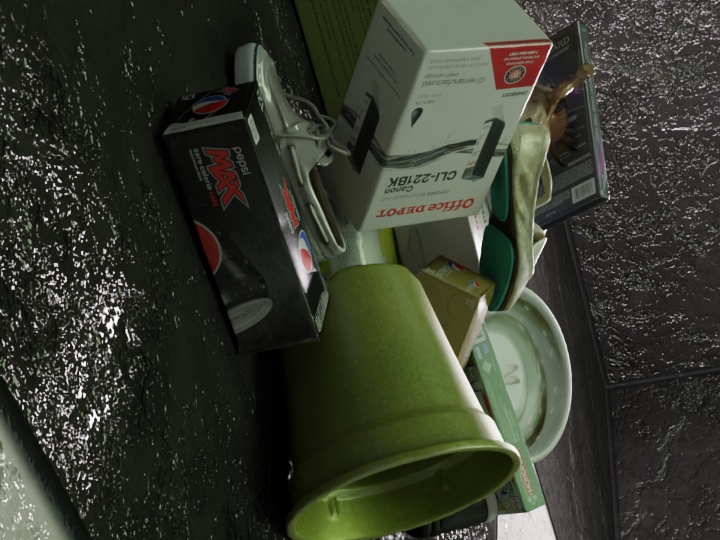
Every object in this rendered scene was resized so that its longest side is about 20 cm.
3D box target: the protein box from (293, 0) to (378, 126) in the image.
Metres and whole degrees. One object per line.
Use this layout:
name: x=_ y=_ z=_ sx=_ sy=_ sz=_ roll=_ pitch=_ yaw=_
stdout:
protein box: x=0.047 y=-0.279 z=1.581 sx=0.135 sy=0.197 sz=0.201 roll=-75 pitch=152 yaw=-60

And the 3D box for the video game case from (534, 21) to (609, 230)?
video game case: x=0.199 y=-0.146 z=1.594 sx=0.019 sy=0.142 sz=0.203 roll=11 pitch=65 yaw=-36

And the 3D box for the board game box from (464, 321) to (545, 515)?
board game box: x=0.111 y=0.154 z=1.536 sx=0.029 sy=0.134 sz=0.202 roll=-18 pitch=88 yaw=-32

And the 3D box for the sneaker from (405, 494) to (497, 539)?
sneaker: x=0.049 y=0.188 z=1.529 sx=0.201 sy=0.098 sz=0.071 roll=55 pitch=-33 yaw=28

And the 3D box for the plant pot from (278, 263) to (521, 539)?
plant pot: x=0.012 y=0.104 z=1.237 sx=0.200 sy=0.198 sz=0.186 roll=49 pitch=22 yaw=-64

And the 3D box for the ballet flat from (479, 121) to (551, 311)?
ballet flat: x=0.154 y=-0.048 z=1.420 sx=0.068 sy=0.062 sz=0.202 roll=-128 pitch=-148 yaw=-51

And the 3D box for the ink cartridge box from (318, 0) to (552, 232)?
ink cartridge box: x=0.063 y=-0.140 z=1.323 sx=0.084 sy=0.143 sz=0.201 roll=55 pitch=-41 yaw=34

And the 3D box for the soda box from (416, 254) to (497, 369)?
soda box: x=0.063 y=0.093 z=1.440 sx=0.064 sy=0.067 sz=0.202 roll=-33 pitch=146 yaw=-65

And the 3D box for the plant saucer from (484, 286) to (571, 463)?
plant saucer: x=0.157 y=0.116 z=1.649 sx=0.199 sy=0.050 sz=0.203 roll=12 pitch=74 yaw=-45

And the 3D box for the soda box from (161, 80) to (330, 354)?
soda box: x=-0.085 y=-0.038 z=1.134 sx=0.064 sy=0.070 sz=0.202 roll=-80 pitch=157 yaw=-57

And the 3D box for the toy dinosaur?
toy dinosaur: x=0.165 y=-0.135 z=1.497 sx=0.200 sy=0.085 sz=0.136 roll=-49 pitch=156 yaw=-33

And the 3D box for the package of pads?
package of pads: x=0.000 y=0.000 z=1.465 sx=0.200 sy=0.067 sz=0.157 roll=0 pitch=81 yaw=-77

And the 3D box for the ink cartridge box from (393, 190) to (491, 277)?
ink cartridge box: x=0.098 y=-0.054 z=1.566 sx=0.200 sy=0.084 sz=0.148 roll=-49 pitch=128 yaw=-67

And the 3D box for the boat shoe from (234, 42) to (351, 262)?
boat shoe: x=-0.049 y=-0.104 z=1.298 sx=0.075 sy=0.085 sz=0.205 roll=-58 pitch=137 yaw=-70
